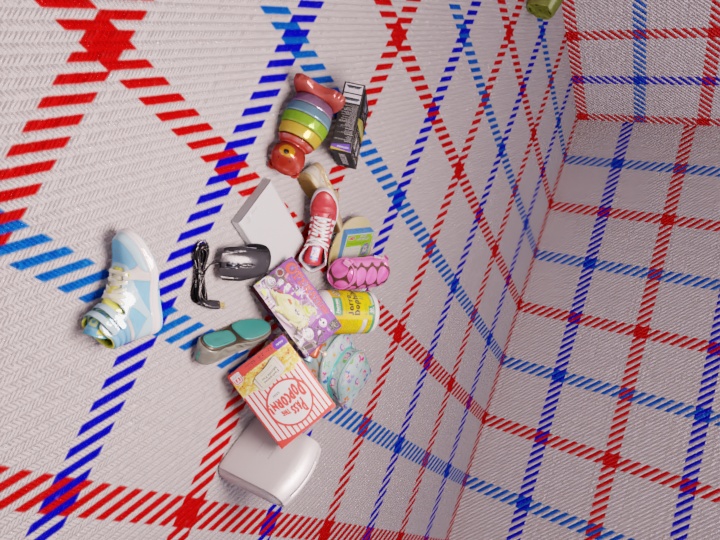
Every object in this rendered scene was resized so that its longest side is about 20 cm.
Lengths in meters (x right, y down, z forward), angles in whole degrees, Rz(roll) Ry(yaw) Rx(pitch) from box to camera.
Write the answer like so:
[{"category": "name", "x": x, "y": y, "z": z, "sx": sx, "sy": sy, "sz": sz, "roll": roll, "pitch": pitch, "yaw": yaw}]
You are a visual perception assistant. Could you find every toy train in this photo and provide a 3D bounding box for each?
[{"category": "toy train", "x": -0.175, "y": 0.217, "z": 1.315, "sx": 0.201, "sy": 0.150, "sz": 0.056, "roll": -62, "pitch": 160, "yaw": -17}]

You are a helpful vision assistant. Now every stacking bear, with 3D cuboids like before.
[{"category": "stacking bear", "x": -0.130, "y": -0.301, "z": 1.250, "sx": 0.201, "sy": 0.121, "sz": 0.114, "roll": -65, "pitch": -176, "yaw": -7}]

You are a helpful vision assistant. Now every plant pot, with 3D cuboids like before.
[{"category": "plant pot", "x": 0.803, "y": -1.190, "z": 2.444, "sx": 0.200, "sy": 0.199, "sz": 0.191, "roll": 20, "pitch": 96, "yaw": -59}]

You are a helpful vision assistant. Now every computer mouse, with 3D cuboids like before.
[{"category": "computer mouse", "x": -0.257, "y": 0.014, "z": 1.184, "sx": 0.199, "sy": 0.046, "sz": 0.141, "roll": 1, "pitch": 102, "yaw": -51}]

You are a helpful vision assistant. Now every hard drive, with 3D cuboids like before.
[{"category": "hard drive", "x": -0.201, "y": -0.087, "z": 1.286, "sx": 0.132, "sy": 0.026, "sz": 0.200, "roll": -60, "pitch": 146, "yaw": -28}]

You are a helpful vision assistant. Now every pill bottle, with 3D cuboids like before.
[{"category": "pill bottle", "x": -0.062, "y": 0.105, "z": 1.448, "sx": 0.199, "sy": 0.113, "sz": 0.114, "roll": 3, "pitch": 99, "yaw": -30}]

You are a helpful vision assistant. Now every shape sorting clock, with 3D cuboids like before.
[{"category": "shape sorting clock", "x": -0.027, "y": -0.053, "z": 1.572, "sx": 0.200, "sy": 0.039, "sz": 0.201, "roll": -40, "pitch": 144, "yaw": -38}]

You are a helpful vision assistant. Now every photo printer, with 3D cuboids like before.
[{"category": "photo printer", "x": -0.199, "y": 0.432, "z": 1.302, "sx": 0.167, "sy": 0.199, "sz": 0.070, "roll": -52, "pitch": 141, "yaw": -36}]

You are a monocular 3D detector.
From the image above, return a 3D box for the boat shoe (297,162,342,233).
[{"category": "boat shoe", "x": -0.082, "y": -0.178, "z": 1.405, "sx": 0.069, "sy": 0.073, "sz": 0.200, "roll": -54, "pitch": 141, "yaw": -25}]

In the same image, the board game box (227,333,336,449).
[{"category": "board game box", "x": -0.173, "y": 0.264, "z": 1.266, "sx": 0.151, "sy": 0.046, "sz": 0.200, "roll": -38, "pitch": 94, "yaw": -9}]

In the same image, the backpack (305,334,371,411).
[{"category": "backpack", "x": -0.070, "y": 0.258, "z": 1.517, "sx": 0.178, "sy": 0.150, "sz": 0.201, "roll": -51, "pitch": 135, "yaw": -36}]

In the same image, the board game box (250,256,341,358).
[{"category": "board game box", "x": -0.143, "y": 0.083, "z": 1.294, "sx": 0.120, "sy": 0.032, "sz": 0.200, "roll": -41, "pitch": 100, "yaw": -33}]

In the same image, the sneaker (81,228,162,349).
[{"category": "sneaker", "x": -0.402, "y": 0.040, "z": 0.944, "sx": 0.130, "sy": 0.079, "sz": 0.201, "roll": -35, "pitch": 128, "yaw": -51}]

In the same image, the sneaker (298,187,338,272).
[{"category": "sneaker", "x": -0.098, "y": -0.087, "z": 1.347, "sx": 0.113, "sy": 0.071, "sz": 0.201, "roll": -77, "pitch": 178, "yaw": -52}]

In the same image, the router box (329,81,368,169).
[{"category": "router box", "x": -0.024, "y": -0.344, "z": 1.385, "sx": 0.200, "sy": 0.052, "sz": 0.158, "roll": 29, "pitch": 73, "yaw": -87}]

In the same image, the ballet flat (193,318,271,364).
[{"category": "ballet flat", "x": -0.275, "y": 0.152, "z": 1.226, "sx": 0.200, "sy": 0.067, "sz": 0.064, "roll": -14, "pitch": 139, "yaw": -56}]

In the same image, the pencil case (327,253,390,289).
[{"category": "pencil case", "x": 0.000, "y": 0.000, "z": 1.530, "sx": 0.094, "sy": 0.091, "sz": 0.200, "roll": -48, "pitch": 160, "yaw": 26}]
